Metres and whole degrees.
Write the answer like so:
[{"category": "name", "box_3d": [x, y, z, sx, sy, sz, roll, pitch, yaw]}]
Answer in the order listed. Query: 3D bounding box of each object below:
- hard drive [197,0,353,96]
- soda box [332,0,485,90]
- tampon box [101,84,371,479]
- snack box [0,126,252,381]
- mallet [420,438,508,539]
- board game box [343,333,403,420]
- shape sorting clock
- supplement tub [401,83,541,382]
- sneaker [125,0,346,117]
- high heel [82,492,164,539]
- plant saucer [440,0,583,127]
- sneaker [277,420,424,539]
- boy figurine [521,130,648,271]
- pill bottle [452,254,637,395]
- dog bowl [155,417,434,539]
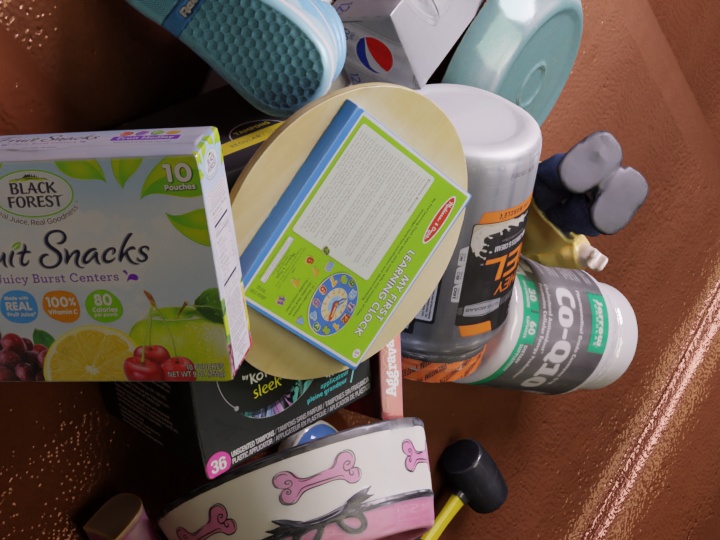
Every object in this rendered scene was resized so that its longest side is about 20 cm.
[{"category": "hard drive", "box_3d": [-0.031, -0.122, 1.266, 0.200, 0.027, 0.133, 35, 75, -48]}, {"category": "soda box", "box_3d": [0.053, -0.220, 1.280, 0.200, 0.063, 0.069, -55, 133, -36]}, {"category": "tampon box", "box_3d": [-0.092, 0.003, 1.139, 0.149, 0.126, 0.201, -26, 123, -33]}, {"category": "snack box", "box_3d": [-0.172, -0.007, 1.012, 0.053, 0.198, 0.143, -62, 147, -64]}, {"category": "mallet", "box_3d": [0.058, 0.240, 1.465, 0.201, 0.041, 0.066, -57, 132, -15]}, {"category": "board game box", "box_3d": [0.000, 0.000, 1.215, 0.019, 0.103, 0.202, -3, 93, -22]}, {"category": "shape sorting clock", "box_3d": [-0.012, -0.023, 1.085, 0.199, 0.039, 0.201, -18, 123, -30]}, {"category": "supplement tub", "box_3d": [0.060, -0.026, 1.278, 0.122, 0.122, 0.201, -24, 134, -42]}, {"category": "sneaker", "box_3d": [-0.089, -0.184, 1.133, 0.079, 0.200, 0.131, -41, 180, 15]}, {"category": "high heel", "box_3d": [-0.202, 0.247, 1.160, 0.200, 0.067, 0.096, -50, 140, -34]}, {"category": "plant saucer", "box_3d": [0.123, -0.153, 1.362, 0.200, 0.036, 0.201, -47, 157, -27]}, {"category": "sneaker", "box_3d": [0.009, 0.204, 1.338, 0.077, 0.111, 0.201, -39, 127, -34]}, {"category": "boy figurine", "box_3d": [0.145, -0.049, 1.338, 0.064, 0.200, 0.125, -42, 98, -18]}, {"category": "pill bottle", "box_3d": [0.141, 0.045, 1.439, 0.199, 0.113, 0.114, 10, 93, -49]}, {"category": "dog bowl", "box_3d": [-0.037, 0.172, 1.194, 0.199, 0.200, 0.074, -7, 71, -47]}]
